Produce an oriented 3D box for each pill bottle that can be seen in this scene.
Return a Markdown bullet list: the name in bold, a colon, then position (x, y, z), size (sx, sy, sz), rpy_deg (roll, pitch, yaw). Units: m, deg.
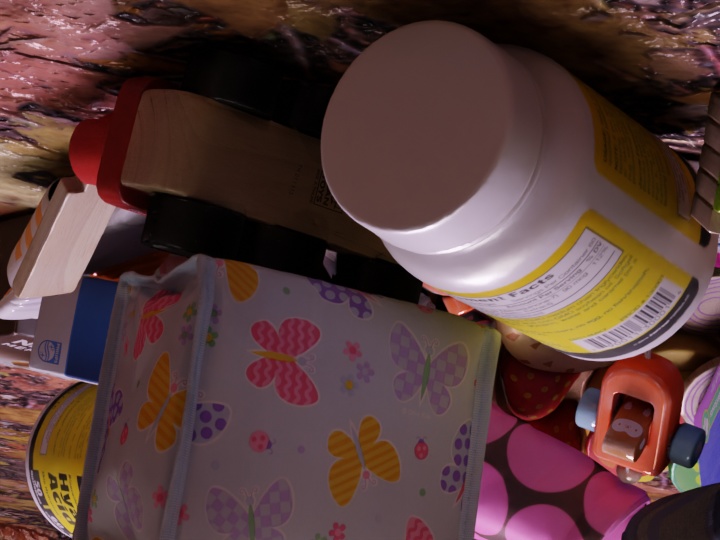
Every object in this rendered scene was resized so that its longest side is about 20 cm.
- **pill bottle**: position (-0.125, 0.120, 1.355), size (0.111, 0.112, 0.200), rpy_deg (13, 171, -25)
- **pill bottle**: position (0.074, -0.035, 1.004), size (0.114, 0.115, 0.200), rpy_deg (-2, 163, 32)

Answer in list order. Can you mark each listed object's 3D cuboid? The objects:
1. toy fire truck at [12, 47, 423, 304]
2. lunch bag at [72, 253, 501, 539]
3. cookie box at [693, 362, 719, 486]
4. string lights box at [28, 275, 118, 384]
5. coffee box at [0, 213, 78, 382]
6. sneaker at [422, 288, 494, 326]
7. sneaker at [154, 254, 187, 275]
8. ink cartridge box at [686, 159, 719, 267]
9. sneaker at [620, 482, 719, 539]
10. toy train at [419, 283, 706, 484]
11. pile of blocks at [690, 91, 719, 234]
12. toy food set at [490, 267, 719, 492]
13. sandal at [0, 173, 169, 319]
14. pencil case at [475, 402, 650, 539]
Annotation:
- **toy fire truck**: position (-0.077, -0.030, 1.124), size (0.176, 0.129, 0.200), rpy_deg (17, 175, -38)
- **lunch bag**: position (-0.042, 0.109, 1.037), size (0.169, 0.201, 0.127), rpy_deg (13, 167, -27)
- **cookie box**: position (0.297, 0.074, 1.197), size (0.199, 0.075, 0.171), rpy_deg (1, 149, -6)
- **string lights box**: position (-0.069, 0.048, 1.210), size (0.199, 0.059, 0.103), rpy_deg (10, 178, 29)
- **coffee box**: position (-0.168, 0.030, 1.459), size (0.200, 0.080, 0.114), rpy_deg (18, 163, -39)
- **sneaker**: position (0.054, 0.033, 1.404), size (0.078, 0.083, 0.200), rpy_deg (-9, -170, -29)
- **sneaker**: position (-0.051, 0.042, 1.384), size (0.104, 0.076, 0.200), rpy_deg (-4, 140, 24)
- **ink cartridge box**: position (0.212, -0.027, 1.145), size (0.199, 0.037, 0.095), rpy_deg (8, 166, 5)
- **sneaker**: position (0.226, 0.113, 1.133), size (0.199, 0.074, 0.081), rpy_deg (-18, 135, 15)
- **toy train**: position (0.091, 0.035, 1.174), size (0.199, 0.151, 0.056), rpy_deg (23, -147, 21)
- **pile of blocks**: position (0.193, -0.056, 0.927), size (0.062, 0.082, 0.200), rpy_deg (8, 166, -3)
- **toy food set**: position (0.165, 0.054, 1.276), size (0.197, 0.049, 0.201), rpy_deg (0, 129, -11)
- **sandal**: position (-0.140, -0.034, 1.254), size (0.079, 0.059, 0.207), rpy_deg (-3, 155, -42)
- **pencil case**: position (0.064, 0.113, 1.257), size (0.200, 0.091, 0.094), rpy_deg (34, 180, 18)
